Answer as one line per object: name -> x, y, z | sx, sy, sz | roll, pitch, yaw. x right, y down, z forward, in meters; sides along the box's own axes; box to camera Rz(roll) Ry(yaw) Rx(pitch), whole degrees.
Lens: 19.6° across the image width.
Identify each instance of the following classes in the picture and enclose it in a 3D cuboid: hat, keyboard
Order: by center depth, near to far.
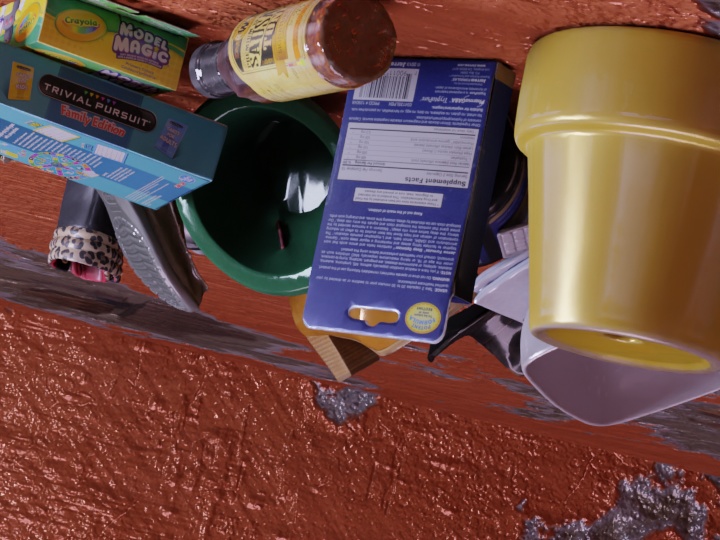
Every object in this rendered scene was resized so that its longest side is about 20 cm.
keyboard -> 0.198, -0.049, 1.541 | 0.200, 0.011, 0.056 | -18, 166, 3
hat -> -0.047, -0.087, 1.711 | 0.200, 0.166, 0.176 | 43, -154, 11
hat -> 0.154, 0.037, 1.804 | 0.081, 0.201, 0.201 | 51, 165, -4

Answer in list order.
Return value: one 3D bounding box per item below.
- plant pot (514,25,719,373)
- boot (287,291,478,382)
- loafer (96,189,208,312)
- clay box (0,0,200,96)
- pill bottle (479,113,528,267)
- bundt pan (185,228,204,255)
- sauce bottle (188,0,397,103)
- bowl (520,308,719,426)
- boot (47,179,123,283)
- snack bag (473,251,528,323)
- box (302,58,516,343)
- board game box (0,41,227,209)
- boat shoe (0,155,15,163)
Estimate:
plant pot -> 0.189, -0.039, 1.356 | 0.201, 0.189, 0.201 | 12, 170, 2
boot -> 0.000, 0.000, 1.702 | 0.071, 0.144, 0.201 | -29, 178, -42
loafer -> -0.170, -0.057, 1.710 | 0.075, 0.070, 0.200 | 15, 134, 60
clay box -> -0.212, -0.162, 1.551 | 0.115, 0.048, 0.200 | 17, 170, -28
pill bottle -> 0.076, -0.063, 1.582 | 0.112, 0.112, 0.200 | 10, 170, 11
bundt pan -> -0.098, -0.051, 1.922 | 0.202, 0.076, 0.202 | 6, 172, 1
sauce bottle -> -0.054, -0.144, 1.404 | 0.066, 0.066, 0.200 | 18, 167, -32
bowl -> 0.233, 0.040, 1.636 | 0.200, 0.075, 0.200 | -22, 150, 19
boot -> -0.223, -0.066, 1.820 | 0.073, 0.151, 0.200 | 13, 172, -5
snack bag -> 0.210, -0.011, 1.652 | 0.200, 0.021, 0.189 | -35, 148, 21
box -> 0.032, -0.049, 1.451 | 0.121, 0.200, 0.032 | 6, 169, 33
board game box -> -0.218, -0.109, 1.561 | 0.200, 0.047, 0.151 | 20, 166, -19
boat shoe -> -0.321, -0.127, 1.842 | 0.072, 0.065, 0.200 | 5, 168, 37
